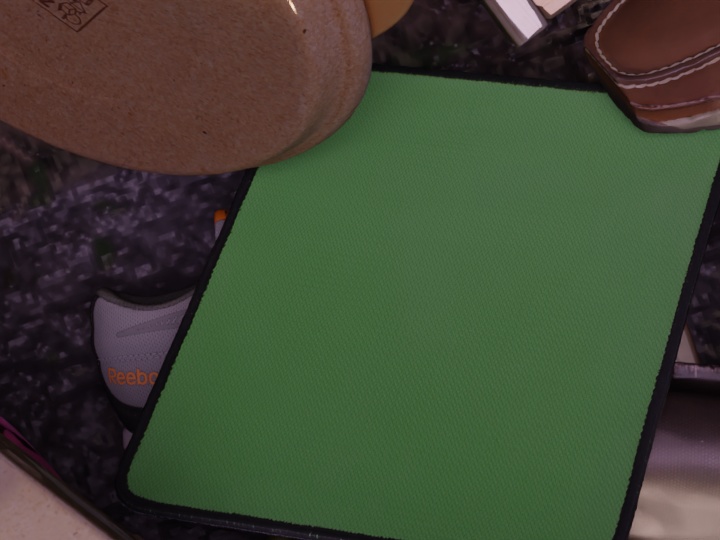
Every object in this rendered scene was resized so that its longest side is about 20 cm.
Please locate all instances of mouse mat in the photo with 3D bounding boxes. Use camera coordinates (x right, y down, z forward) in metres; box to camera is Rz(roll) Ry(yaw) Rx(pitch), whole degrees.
[{"bbox_3d":[0.025,0.008,0.858,0.161,0.200,0.008,7,139,18],"label":"mouse mat"}]

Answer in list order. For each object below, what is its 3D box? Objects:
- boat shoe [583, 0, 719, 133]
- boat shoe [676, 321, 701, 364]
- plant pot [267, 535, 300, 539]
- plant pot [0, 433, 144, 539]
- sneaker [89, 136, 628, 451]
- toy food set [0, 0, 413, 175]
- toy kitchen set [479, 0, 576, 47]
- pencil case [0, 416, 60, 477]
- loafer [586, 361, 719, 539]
[{"bbox_3d":[0.159,-0.123,0.886,0.200,0.076,0.074,-33,139,-6],"label":"boat shoe"},{"bbox_3d":[0.089,0.100,0.927,0.065,0.072,0.201,-5,102,-2],"label":"boat shoe"},{"bbox_3d":[0.015,0.183,0.863,0.200,0.200,0.193,11,99,-2],"label":"plant pot"},{"bbox_3d":[-0.133,0.138,0.786,0.200,0.200,0.177,42,82,-28],"label":"plant pot"},{"bbox_3d":[0.000,0.000,0.913,0.200,0.074,0.079,-26,90,2],"label":"sneaker"},{"bbox_3d":[-0.085,-0.104,0.850,0.198,0.200,0.049,26,60,-4],"label":"toy food set"},{"bbox_3d":[-0.010,-0.146,0.841,0.163,0.180,0.200,-37,96,4],"label":"toy kitchen set"},{"bbox_3d":[-0.169,0.143,0.919,0.094,0.091,0.200,39,96,26],"label":"pencil case"},{"bbox_3d":[0.096,0.065,0.849,0.200,0.071,0.073,1,93,25],"label":"loafer"}]
